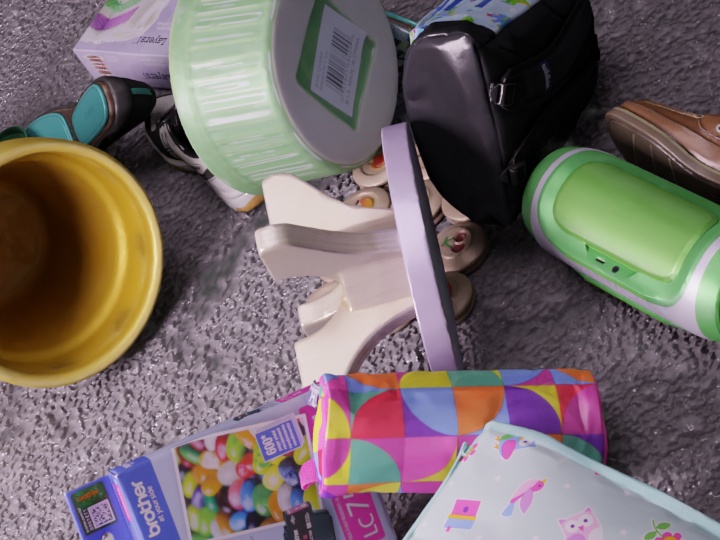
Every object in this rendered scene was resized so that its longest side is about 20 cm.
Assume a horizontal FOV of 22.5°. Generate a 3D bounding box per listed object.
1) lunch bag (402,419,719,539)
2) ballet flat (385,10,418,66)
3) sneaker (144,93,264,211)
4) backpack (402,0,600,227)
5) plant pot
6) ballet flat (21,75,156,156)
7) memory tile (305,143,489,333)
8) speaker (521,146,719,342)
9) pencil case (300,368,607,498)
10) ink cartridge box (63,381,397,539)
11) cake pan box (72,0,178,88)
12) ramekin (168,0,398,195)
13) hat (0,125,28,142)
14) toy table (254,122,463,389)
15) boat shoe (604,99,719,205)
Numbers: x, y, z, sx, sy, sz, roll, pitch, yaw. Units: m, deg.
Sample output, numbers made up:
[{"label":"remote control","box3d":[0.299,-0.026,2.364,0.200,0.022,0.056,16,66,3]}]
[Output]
[{"label":"lunch bag","box3d":[0.111,0.198,1.071,0.199,0.122,0.171,27,70,27]},{"label":"ballet flat","box3d":[-0.002,-0.207,1.599,0.074,0.074,0.200,-45,40,-10]},{"label":"sneaker","box3d":[-0.142,-0.129,1.597,0.076,0.088,0.200,-47,40,-9]},{"label":"backpack","box3d":[0.111,-0.152,1.382,0.153,0.164,0.200,13,40,42]},{"label":"plant pot","box3d":[-0.293,-0.015,1.530,0.201,0.201,0.188,-51,28,-16]},{"label":"ballet flat","box3d":[-0.248,-0.130,1.679,0.068,0.069,0.199,-14,-2,-36]},{"label":"memory tile","box3d":[0.039,-0.033,1.435,0.152,0.017,0.201,-6,50,31]},{"label":"speaker","box3d":[0.202,-0.020,1.257,0.088,0.089,0.200,-46,42,-10]},{"label":"pencil case","box3d":[0.061,0.107,1.186,0.198,0.089,0.089,0,45,-5]},{"label":"ink cartridge box","box3d":[-0.085,0.164,1.214,0.199,0.120,0.042,-21,5,-14]},{"label":"cake pan box","box3d":[-0.159,-0.261,1.759,0.199,0.052,0.185,11,62,41]},{"label":"ramekin","box3d":[-0.055,-0.166,1.478,0.097,0.200,0.201,-4,50,36]},{"label":"hat","box3d":[-0.418,-0.110,1.663,0.199,0.176,0.167,-21,43,44]},{"label":"toy table","box3d":[0.000,0.000,1.307,0.116,0.184,0.201,-14,53,5]},{"label":"boat shoe","box3d":[0.261,-0.075,1.285,0.068,0.072,0.200,-41,50,-12]}]
